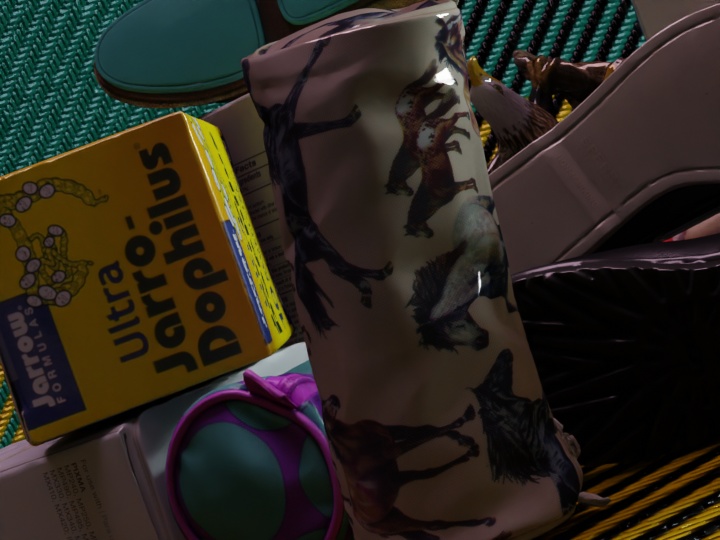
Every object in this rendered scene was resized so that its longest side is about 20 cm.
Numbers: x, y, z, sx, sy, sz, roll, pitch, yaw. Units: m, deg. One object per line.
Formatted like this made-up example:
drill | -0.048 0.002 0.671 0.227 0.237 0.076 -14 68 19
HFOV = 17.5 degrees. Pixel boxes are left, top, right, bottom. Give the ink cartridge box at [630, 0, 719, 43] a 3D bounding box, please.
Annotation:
ink cartridge box | 0.235 -0.171 1.209 0.144 0.085 0.200 -20 4 29

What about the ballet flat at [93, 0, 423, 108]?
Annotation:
ballet flat | -0.036 -0.122 1.159 0.199 0.071 0.071 -21 1 20

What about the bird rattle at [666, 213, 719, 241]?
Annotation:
bird rattle | 0.167 -0.027 1.072 0.163 0.113 0.200 -36 -9 25

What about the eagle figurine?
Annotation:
eagle figurine | 0.088 -0.046 1.257 0.201 0.150 0.152 -61 5 -36

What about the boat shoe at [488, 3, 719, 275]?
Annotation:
boat shoe | 0.126 -0.051 0.976 0.199 0.073 0.063 -32 -11 8

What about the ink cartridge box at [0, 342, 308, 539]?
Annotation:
ink cartridge box | -0.120 0.112 1.048 0.199 0.083 0.145 -20 1 35

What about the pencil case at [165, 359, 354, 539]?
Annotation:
pencil case | 0.005 0.062 0.983 0.085 0.093 0.200 27 26 22

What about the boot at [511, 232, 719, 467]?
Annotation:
boot | 0.147 0.012 0.936 0.209 0.080 0.158 -9 12 18

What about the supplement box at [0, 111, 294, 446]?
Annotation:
supplement box | -0.100 0.001 1.036 0.109 0.110 0.200 -21 1 2

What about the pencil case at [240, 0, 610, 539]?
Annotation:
pencil case | 0.020 0.001 0.813 0.089 0.202 0.078 -15 2 -29

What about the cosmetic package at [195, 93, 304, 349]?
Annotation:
cosmetic package | 0.000 0.000 1.150 0.105 0.202 0.071 -19 2 41
